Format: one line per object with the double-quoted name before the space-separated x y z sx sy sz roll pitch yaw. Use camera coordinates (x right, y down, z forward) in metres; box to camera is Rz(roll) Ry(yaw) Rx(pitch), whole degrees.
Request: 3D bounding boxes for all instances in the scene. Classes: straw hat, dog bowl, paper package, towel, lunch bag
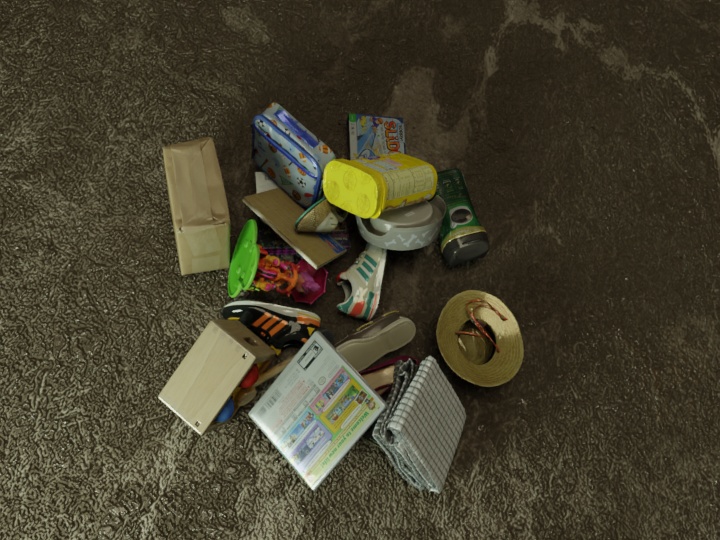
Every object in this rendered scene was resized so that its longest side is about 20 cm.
"straw hat" 0.228 0.151 1.364 0.194 0.086 0.207 7 59 -12
"dog bowl" 0.080 -0.110 1.410 0.193 0.060 0.202 0 33 0
"paper package" -0.313 -0.118 1.310 0.100 0.201 0.196 -9 68 -15
"towel" 0.105 0.277 1.229 0.084 0.202 0.168 0 47 39
"lunch bag" -0.143 -0.237 1.384 0.199 0.161 0.076 40 60 11

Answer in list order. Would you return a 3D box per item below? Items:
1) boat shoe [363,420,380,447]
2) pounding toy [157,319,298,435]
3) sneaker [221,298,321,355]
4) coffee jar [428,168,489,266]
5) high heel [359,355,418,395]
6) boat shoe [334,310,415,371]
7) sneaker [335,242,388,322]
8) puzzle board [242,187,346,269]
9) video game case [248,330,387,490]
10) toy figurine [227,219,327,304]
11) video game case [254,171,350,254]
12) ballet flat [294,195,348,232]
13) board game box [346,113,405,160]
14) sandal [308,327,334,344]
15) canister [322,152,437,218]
"boat shoe" 0.005 0.270 1.244 0.200 0.066 0.072 43 96 -10
"pounding toy" -0.217 0.183 1.203 0.141 0.200 0.186 37 90 8
"sneaker" -0.174 0.114 1.307 0.193 0.070 0.093 8 70 -6
"coffee jar" 0.204 -0.114 1.479 0.101 0.086 0.205 -13 68 -11
"high heel" 0.017 0.210 1.286 0.196 0.097 0.069 -23 71 -20
"boat shoe" 0.012 0.140 1.338 0.196 0.073 0.060 -26 31 -8
"sneaker" 0.000 0.001 1.393 0.091 0.070 0.206 14 66 -11
"puzzle board" -0.129 -0.085 1.351 0.199 0.018 0.150 43 24 7
"video game case" -0.078 0.244 1.193 0.182 0.022 0.201 43 98 16
"toy figurine" -0.143 0.005 1.310 0.179 0.199 0.155 17 94 -23
"video game case" -0.125 -0.123 1.444 0.193 0.036 0.187 -2 65 -13
"ballet flat" -0.062 -0.118 1.369 0.065 0.070 0.200 43 41 -3
"board game box" 0.037 -0.257 1.540 0.131 0.035 0.206 2 66 -11
"sandal" -0.101 0.207 1.271 0.042 0.076 0.205 11 76 37
"canister" 0.044 -0.175 1.350 0.146 0.089 0.197 26 30 36
